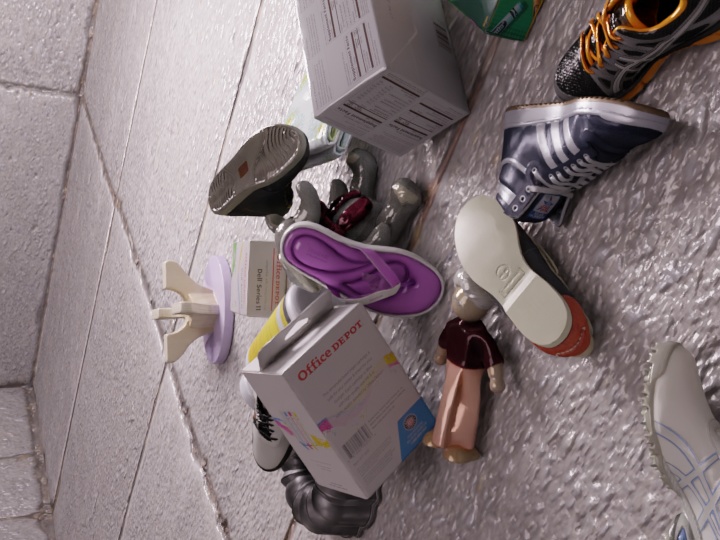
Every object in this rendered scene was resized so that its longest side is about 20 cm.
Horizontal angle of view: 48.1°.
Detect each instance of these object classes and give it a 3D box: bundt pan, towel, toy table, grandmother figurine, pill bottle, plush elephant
[{"bbox_3d":[-0.051,0.264,1.100,0.201,0.074,0.207,-9,79,58],"label":"bundt pan"},{"bbox_3d":[-0.052,-0.221,1.102,0.199,0.048,0.174,-5,56,59],"label":"towel"},{"bbox_3d":[-0.315,0.074,1.524,0.183,0.115,0.204,-32,61,54],"label":"toy table"},{"bbox_3d":[0.111,0.097,0.856,0.120,0.060,0.205,17,105,50],"label":"grandmother figurine"},{"bbox_3d":[-0.094,0.115,1.133,0.201,0.110,0.113,-52,45,36],"label":"pill bottle"},{"bbox_3d":[-0.043,-0.056,1.031,0.165,0.152,0.203,51,129,49],"label":"plush elephant"}]

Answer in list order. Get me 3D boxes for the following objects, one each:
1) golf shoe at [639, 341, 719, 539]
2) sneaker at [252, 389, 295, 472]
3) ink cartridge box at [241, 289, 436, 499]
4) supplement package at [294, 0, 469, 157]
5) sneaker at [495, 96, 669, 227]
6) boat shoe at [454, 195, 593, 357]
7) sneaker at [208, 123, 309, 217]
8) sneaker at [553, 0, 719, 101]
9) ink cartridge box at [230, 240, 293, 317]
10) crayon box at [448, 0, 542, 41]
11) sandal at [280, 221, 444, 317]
[{"bbox_3d":[0.267,0.149,0.593,0.096,0.077,0.205,-15,80,40],"label":"golf shoe"},{"bbox_3d":[-0.115,0.177,1.042,0.073,0.080,0.204,20,114,20],"label":"sneaker"},{"bbox_3d":[-0.032,0.137,0.937,0.202,0.128,0.125,58,152,-12],"label":"ink cartridge box"},{"bbox_3d":[0.020,-0.260,0.923,0.110,0.154,0.204,-26,64,35],"label":"supplement package"},{"bbox_3d":[0.190,-0.093,0.722,0.199,0.069,0.111,-162,82,-65],"label":"sneaker"},{"bbox_3d":[0.156,0.005,0.782,0.071,0.062,0.201,-50,44,20],"label":"boat shoe"},{"bbox_3d":[-0.109,-0.129,1.072,0.198,0.105,0.076,-25,68,44],"label":"sneaker"},{"bbox_3d":[0.225,-0.201,0.669,0.199,0.076,0.080,-32,62,56],"label":"sneaker"},{"bbox_3d":[-0.156,0.012,1.267,0.200,0.066,0.120,179,94,-72],"label":"ink cartridge box"},{"bbox_3d":[0.158,-0.353,0.811,0.119,0.057,0.203,57,135,44],"label":"crayon box"},{"bbox_3d":[-0.002,0.007,0.932,0.050,0.199,0.084,-67,-6,-72],"label":"sandal"}]
